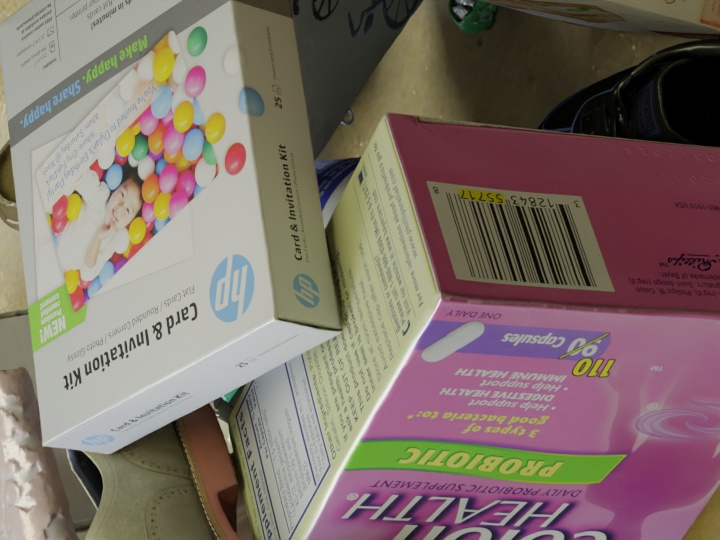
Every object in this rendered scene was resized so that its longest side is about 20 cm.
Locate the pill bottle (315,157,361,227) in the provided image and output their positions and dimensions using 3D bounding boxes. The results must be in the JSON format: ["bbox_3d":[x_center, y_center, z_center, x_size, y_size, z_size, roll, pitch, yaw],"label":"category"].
[{"bbox_3d":[0.000,0.000,1.334,0.200,0.112,0.113,-1,84,52],"label":"pill bottle"}]

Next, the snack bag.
[{"bbox_3d":[-0.015,-0.144,1.278,0.021,0.200,0.189,18,145,20],"label":"snack bag"}]

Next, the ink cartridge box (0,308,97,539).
[{"bbox_3d":[-0.208,0.136,1.563,0.147,0.083,0.200,65,145,27],"label":"ink cartridge box"}]

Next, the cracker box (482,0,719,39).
[{"bbox_3d":[0.077,-0.145,1.185,0.134,0.199,0.058,13,94,51],"label":"cracker box"}]

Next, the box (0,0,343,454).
[{"bbox_3d":[-0.084,-0.042,1.128,0.156,0.041,0.201,-28,63,41],"label":"box"}]

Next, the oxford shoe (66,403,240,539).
[{"bbox_3d":[-0.079,0.140,1.129,0.200,0.074,0.071,-110,16,-48],"label":"oxford shoe"}]

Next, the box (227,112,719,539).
[{"bbox_3d":[0.064,0.044,1.110,0.200,0.175,0.097,119,146,-43],"label":"box"}]

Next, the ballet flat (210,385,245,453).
[{"bbox_3d":[-0.059,0.102,1.355,0.068,0.068,0.200,30,148,24],"label":"ballet flat"}]

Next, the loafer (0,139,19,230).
[{"bbox_3d":[-0.123,-0.090,1.419,0.200,0.067,0.076,-31,46,19],"label":"loafer"}]

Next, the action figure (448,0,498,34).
[{"bbox_3d":[0.072,-0.215,1.325,0.118,0.055,0.201,18,104,48],"label":"action figure"}]

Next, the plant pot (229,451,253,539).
[{"bbox_3d":[-0.024,0.152,1.287,0.201,0.200,0.093,-50,63,35],"label":"plant pot"}]

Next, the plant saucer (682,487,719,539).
[{"bbox_3d":[0.208,0.066,1.114,0.200,0.048,0.201,-3,83,51],"label":"plant saucer"}]

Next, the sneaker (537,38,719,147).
[{"bbox_3d":[0.133,-0.068,1.203,0.200,0.078,0.070,-13,75,50],"label":"sneaker"}]

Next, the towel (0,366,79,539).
[{"bbox_3d":[-0.181,0.173,1.403,0.191,0.032,0.201,-44,61,59],"label":"towel"}]
